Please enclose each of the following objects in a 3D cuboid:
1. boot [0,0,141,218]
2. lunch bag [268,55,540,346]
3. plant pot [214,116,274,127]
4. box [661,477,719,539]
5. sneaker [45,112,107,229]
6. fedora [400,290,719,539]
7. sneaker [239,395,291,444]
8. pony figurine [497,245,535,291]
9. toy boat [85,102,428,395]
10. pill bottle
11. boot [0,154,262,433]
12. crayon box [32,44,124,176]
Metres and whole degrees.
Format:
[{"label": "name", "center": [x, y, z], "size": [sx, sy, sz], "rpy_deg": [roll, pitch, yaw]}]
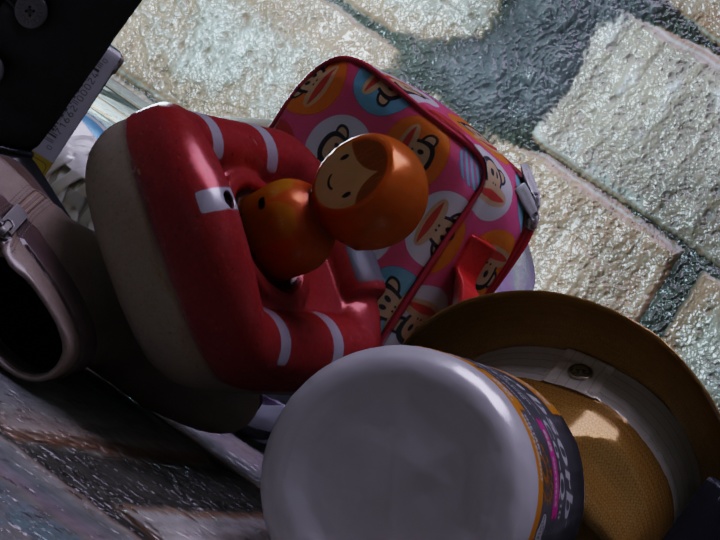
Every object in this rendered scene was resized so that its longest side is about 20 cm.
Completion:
[{"label": "boot", "center": [-0.147, -0.093, 1.324], "size": [0.165, 0.200, 0.066], "rpy_deg": [34, 3, 5]}, {"label": "lunch bag", "center": [0.000, 0.000, 1.431], "size": [0.176, 0.200, 0.082], "rpy_deg": [40, 8, 38]}, {"label": "plant pot", "center": [-0.048, -0.021, 1.699], "size": [0.199, 0.188, 0.187], "rpy_deg": [20, 3, 1]}, {"label": "box", "center": [0.230, 0.218, 1.186], "size": [0.200, 0.123, 0.198], "rpy_deg": [35, 4, -18]}, {"label": "sneaker", "center": [-0.161, -0.043, 1.585], "size": [0.200, 0.077, 0.081], "rpy_deg": [31, 7, -6]}, {"label": "fedora", "center": [0.087, 0.108, 1.288], "size": [0.200, 0.201, 0.082], "rpy_deg": [34, 34, 9]}, {"label": "sneaker", "center": [-0.086, 0.011, 1.400], "size": [0.200, 0.088, 0.074], "rpy_deg": [36, 4, 23]}, {"label": "pony figurine", "center": [0.121, 0.059, 2.435], "size": [0.200, 0.166, 0.194], "rpy_deg": [33, -31, 64]}, {"label": "toy boat", "center": [-0.030, -0.020, 1.170], "size": [0.200, 0.130, 0.131], "rpy_deg": [7, 61, -64]}, {"label": "pill bottle", "center": [0.035, 0.094, 1.140], "size": [0.116, 0.117, 0.200], "rpy_deg": [35, 4, 14]}, {"label": "boot", "center": [-0.128, 0.020, 1.167], "size": [0.200, 0.070, 0.146], "rpy_deg": [41, 12, -8]}, {"label": "crayon box", "center": [-0.243, -0.118, 1.389], "size": [0.200, 0.127, 0.051], "rpy_deg": [33, 3, -24]}]
